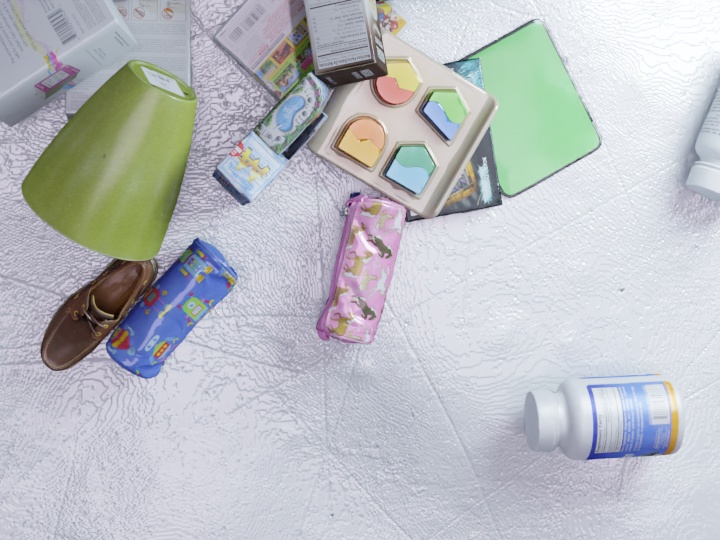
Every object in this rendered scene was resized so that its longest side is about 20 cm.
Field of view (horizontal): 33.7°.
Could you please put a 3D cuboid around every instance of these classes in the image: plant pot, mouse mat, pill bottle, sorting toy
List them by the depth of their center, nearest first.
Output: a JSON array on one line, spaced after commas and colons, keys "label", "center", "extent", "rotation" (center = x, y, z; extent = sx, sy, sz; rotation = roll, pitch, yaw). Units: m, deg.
[{"label": "plant pot", "center": [-0.286, -0.148, 1.447], "extent": [0.186, 0.187, 0.201], "rotation": [29, 109, -8]}, {"label": "sorting toy", "center": [0.056, -0.192, 1.553], "extent": [0.199, 0.036, 0.186], "rotation": [30, 94, -5]}, {"label": "pill bottle", "center": [0.521, -0.190, 1.596], "extent": [0.113, 0.113, 0.201], "rotation": [23, 93, -8]}, {"label": "mouse mat", "center": [0.221, -0.219, 1.613], "extent": [0.160, 0.008, 0.201], "rotation": [-29, 99, -3]}, {"label": "pill bottle", "center": [0.329, 0.200, 1.615], "extent": [0.199, 0.112, 0.113], "rotation": [-3, 96, -5]}]

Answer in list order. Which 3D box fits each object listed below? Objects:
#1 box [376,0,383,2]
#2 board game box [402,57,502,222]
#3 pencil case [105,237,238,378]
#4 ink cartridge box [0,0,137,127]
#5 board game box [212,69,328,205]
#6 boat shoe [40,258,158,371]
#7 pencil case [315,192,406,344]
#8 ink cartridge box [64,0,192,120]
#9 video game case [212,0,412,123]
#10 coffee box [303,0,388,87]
[{"label": "box", "center": [0.107, -0.449, 1.521], "extent": [0.199, 0.097, 0.178], "rotation": [-11, 96, -10]}, {"label": "board game box", "center": [0.110, -0.174, 1.591], "extent": [0.134, 0.028, 0.201], "rotation": [-9, 97, -2]}, {"label": "pencil case", "center": [-0.244, 0.055, 1.552], "extent": [0.200, 0.078, 0.087], "rotation": [-49, 123, 0]}, {"label": "ink cartridge box", "center": [-0.403, -0.296, 1.471], "extent": [0.199, 0.085, 0.145], "rotation": [-32, 78, 1]}, {"label": "board game box", "center": [-0.110, -0.155, 1.470], "extent": [0.062, 0.200, 0.200], "rotation": [44, 100, -8]}, {"label": "boat shoe", "center": [-0.346, 0.051, 1.546], "extent": [0.072, 0.068, 0.200], "rotation": [43, 90, -9]}, {"label": "pencil case", "center": [0.000, 0.000, 1.573], "extent": [0.086, 0.083, 0.201], "rotation": [13, 95, 7]}, {"label": "ink cartridge box", "center": [-0.299, -0.290, 1.539], "extent": [0.161, 0.050, 0.201], "rotation": [1, 78, -6]}, {"label": "video game case", "center": [-0.062, -0.317, 1.564], "extent": [0.182, 0.023, 0.200], "rotation": [42, 89, -9]}, {"label": "coffee box", "center": [-0.026, -0.340, 1.478], "extent": [0.079, 0.114, 0.201], "rotation": [-10, 90, 10]}]
